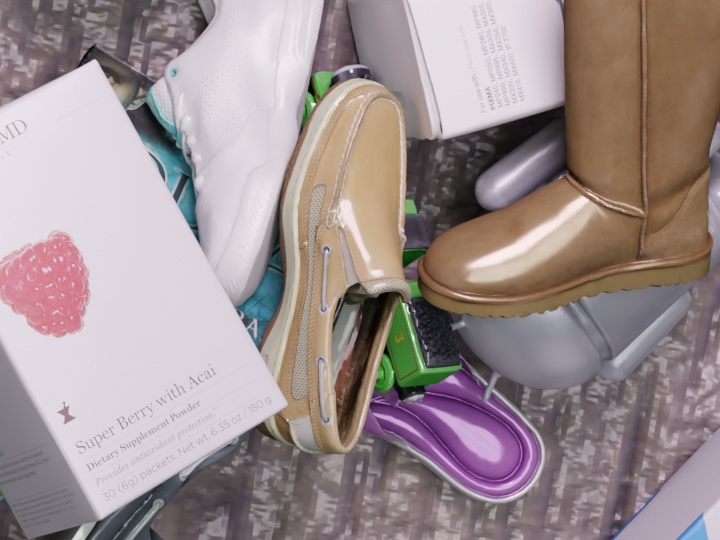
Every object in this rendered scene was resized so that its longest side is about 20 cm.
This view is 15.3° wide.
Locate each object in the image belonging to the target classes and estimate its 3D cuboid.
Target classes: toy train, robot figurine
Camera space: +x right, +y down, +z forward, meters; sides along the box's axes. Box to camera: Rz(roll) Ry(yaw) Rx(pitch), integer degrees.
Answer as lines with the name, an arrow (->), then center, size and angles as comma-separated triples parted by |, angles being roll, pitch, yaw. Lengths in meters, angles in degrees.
toy train -> 0.009, -0.025, 1.490 | 0.042, 0.056, 0.200 | -6, 72, -35
robot figurine -> 0.128, -0.012, 1.525 | 0.200, 0.113, 0.170 | -43, 121, -7

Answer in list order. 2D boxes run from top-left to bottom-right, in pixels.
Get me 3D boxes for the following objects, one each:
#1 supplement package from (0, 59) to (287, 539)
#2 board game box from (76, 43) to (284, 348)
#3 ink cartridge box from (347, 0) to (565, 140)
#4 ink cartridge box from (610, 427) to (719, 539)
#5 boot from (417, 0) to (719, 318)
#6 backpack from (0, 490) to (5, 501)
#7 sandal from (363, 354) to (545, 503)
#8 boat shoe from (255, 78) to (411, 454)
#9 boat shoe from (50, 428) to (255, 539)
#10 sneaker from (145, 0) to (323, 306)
supplement package -> -0.151, 0.017, 1.353 | 0.121, 0.120, 0.200 | -31, 93, -26
board game box -> -0.091, -0.021, 1.483 | 0.200, 0.028, 0.135 | 31, 57, -16
ink cartridge box -> 0.107, -0.139, 1.491 | 0.200, 0.145, 0.084 | -17, 98, -12
ink cartridge box -> 0.250, 0.210, 1.593 | 0.146, 0.086, 0.200 | -45, 105, -5
boot -> 0.113, -0.083, 1.393 | 0.175, 0.066, 0.200 | -11, 122, -18
backpack -> -0.253, 0.044, 1.436 | 0.163, 0.154, 0.200 | -44, 118, -25
sandal -> 0.025, 0.066, 1.541 | 0.202, 0.050, 0.083 | 29, 87, -13
boat shoe -> 0.000, 0.000, 1.419 | 0.072, 0.076, 0.200 | 5, 96, -40
boat shoe -> -0.132, 0.147, 1.502 | 0.062, 0.073, 0.200 | 35, 82, -11
sneaker -> -0.077, -0.075, 1.465 | 0.088, 0.075, 0.200 | 11, 65, -1
